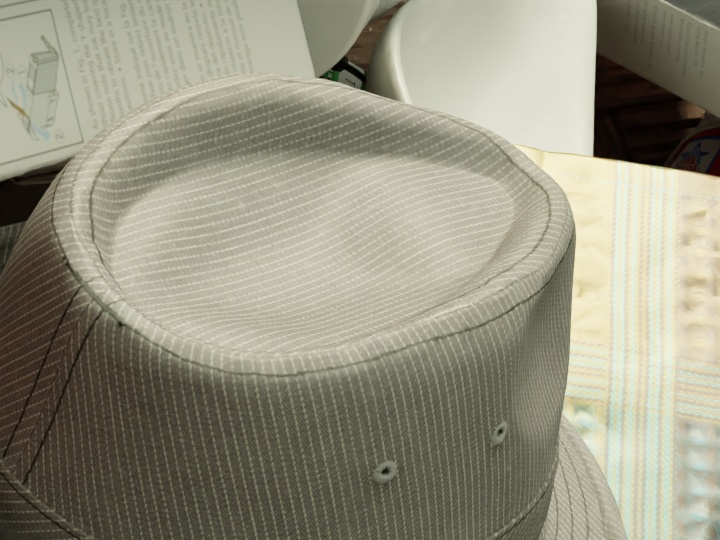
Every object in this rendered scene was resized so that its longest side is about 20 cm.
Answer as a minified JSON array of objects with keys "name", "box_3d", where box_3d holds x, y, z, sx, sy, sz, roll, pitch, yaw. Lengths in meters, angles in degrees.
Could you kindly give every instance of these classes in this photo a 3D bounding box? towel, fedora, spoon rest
[{"name":"towel","box_3d":[0.018,0.019,0.752,0.199,0.022,0.147,9,52,0]},{"name":"fedora","box_3d":[-0.012,0.014,0.640,0.199,0.091,0.177,-8,45,-37]},{"name":"spoon rest","box_3d":[0.045,-0.066,0.890,0.099,0.061,0.200,48,23,-20]}]

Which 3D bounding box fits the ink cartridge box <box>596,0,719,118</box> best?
[{"name":"ink cartridge box","box_3d":[0.147,-0.089,0.958,0.099,0.039,0.200,-22,41,-35]}]

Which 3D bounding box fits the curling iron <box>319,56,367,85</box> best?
[{"name":"curling iron","box_3d":[0.000,0.000,0.819,0.049,0.026,0.200,30,32,-31]}]

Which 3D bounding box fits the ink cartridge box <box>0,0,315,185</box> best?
[{"name":"ink cartridge box","box_3d":[-0.098,-0.121,0.684,0.173,0.043,0.201,-20,98,-49]}]

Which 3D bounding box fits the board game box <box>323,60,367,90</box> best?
[{"name":"board game box","box_3d":[-0.042,0.005,0.858,0.105,0.023,0.201,29,53,-24]}]

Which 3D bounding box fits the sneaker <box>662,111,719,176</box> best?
[{"name":"sneaker","box_3d":[0.145,-0.058,1.015,0.112,0.071,0.201,15,62,-39]}]

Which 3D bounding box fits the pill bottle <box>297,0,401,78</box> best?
[{"name":"pill bottle","box_3d":[-0.017,-0.145,0.863,0.116,0.116,0.200,45,34,-14]}]

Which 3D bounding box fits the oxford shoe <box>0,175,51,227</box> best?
[{"name":"oxford shoe","box_3d":[-0.110,-0.012,0.715,0.072,0.071,0.201,28,53,-22]}]
